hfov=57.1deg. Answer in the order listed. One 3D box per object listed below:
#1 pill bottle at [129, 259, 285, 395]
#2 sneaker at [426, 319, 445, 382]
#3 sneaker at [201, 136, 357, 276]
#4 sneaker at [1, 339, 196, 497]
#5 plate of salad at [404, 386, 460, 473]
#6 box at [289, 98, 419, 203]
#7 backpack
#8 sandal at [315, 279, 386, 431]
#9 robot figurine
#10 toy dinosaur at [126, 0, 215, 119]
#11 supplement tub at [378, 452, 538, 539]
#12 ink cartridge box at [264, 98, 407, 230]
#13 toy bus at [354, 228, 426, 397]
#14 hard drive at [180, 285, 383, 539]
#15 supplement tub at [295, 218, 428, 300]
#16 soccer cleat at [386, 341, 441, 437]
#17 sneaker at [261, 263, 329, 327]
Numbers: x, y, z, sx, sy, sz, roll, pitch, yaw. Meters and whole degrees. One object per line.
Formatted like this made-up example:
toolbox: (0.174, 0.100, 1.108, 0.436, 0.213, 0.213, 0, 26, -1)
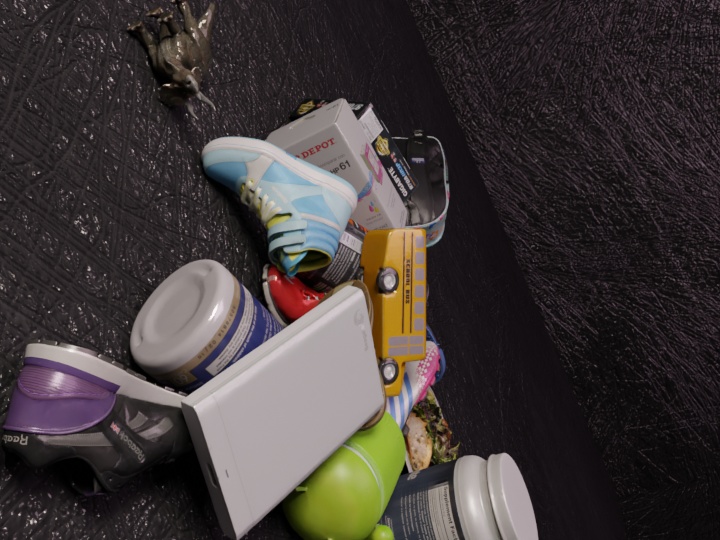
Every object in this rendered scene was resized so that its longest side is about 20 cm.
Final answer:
pill bottle: (-0.110, 0.094, 0.625, 0.201, 0.109, 0.113, 51, 27, -38)
sneaker: (0.076, 0.075, 1.024, 0.203, 0.069, 0.078, 60, 27, 4)
sneaker: (-0.106, -0.069, 0.774, 0.195, 0.080, 0.133, 19, 62, -7)
sneaker: (-0.182, 0.128, 0.504, 0.200, 0.074, 0.090, 42, 53, -50)
plate of salad: (0.107, 0.249, 0.993, 0.200, 0.047, 0.204, 49, 32, -44)
box: (-0.013, -0.195, 1.057, 0.198, 0.046, 0.160, 23, -25, 52)
backpack: (0.074, -0.130, 1.199, 0.152, 0.172, 0.204, 90, -4, -53)
sandal: (-0.010, 0.098, 0.755, 0.055, 0.078, 0.203, 65, 8, -48)
robot figurine: (-0.016, 0.220, 0.731, 0.178, 0.114, 0.200, 60, 22, -4)
toy dinosaur: (-0.213, -0.261, 0.789, 0.202, 0.075, 0.104, -90, 162, -53)
supplement tub: (0.109, 0.318, 0.832, 0.141, 0.196, 0.143, 50, 27, -38)
ink cartridge box: (-0.040, -0.119, 0.951, 0.202, 0.142, 0.085, 57, 27, -26)
toy bus: (0.039, 0.051, 0.835, 0.076, 0.065, 0.206, -1, 92, -31)
hard drive: (-0.057, 0.118, 0.586, 0.199, 0.026, 0.135, -33, 122, -40)
supplement tub: (0.000, 0.000, 0.909, 0.197, 0.107, 0.109, 30, 38, -25)
soccer cleat: (0.045, 0.156, 0.896, 0.086, 0.070, 0.201, 40, 49, -9)
sneaker: (-0.053, 0.044, 0.848, 0.200, 0.083, 0.079, 45, 30, -46)
